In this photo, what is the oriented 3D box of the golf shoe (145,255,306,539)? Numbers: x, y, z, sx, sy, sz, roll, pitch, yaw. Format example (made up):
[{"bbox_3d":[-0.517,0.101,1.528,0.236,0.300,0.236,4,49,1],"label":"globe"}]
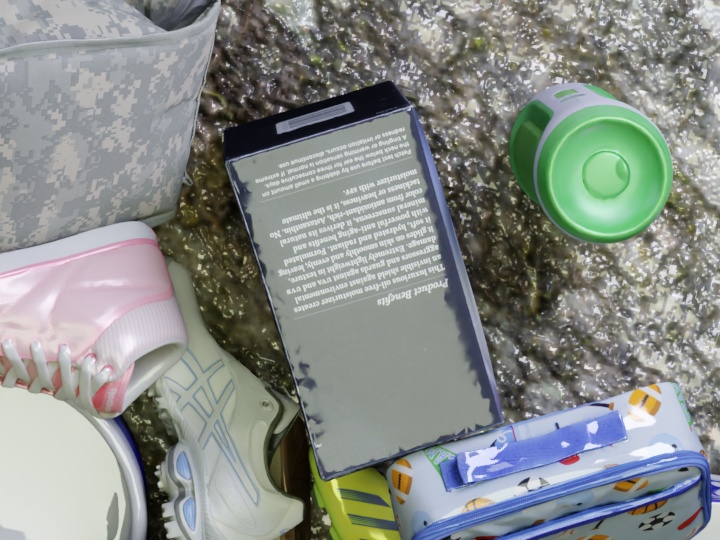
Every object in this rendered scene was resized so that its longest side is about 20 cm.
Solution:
[{"bbox_3d":[-0.086,0.082,1.725,0.097,0.078,0.201,-13,74,3],"label":"golf shoe"}]

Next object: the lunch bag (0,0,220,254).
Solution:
[{"bbox_3d":[-0.188,-0.101,1.671,0.199,0.118,0.165,-7,130,-29],"label":"lunch bag"}]

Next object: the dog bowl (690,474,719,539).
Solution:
[{"bbox_3d":[0.214,0.237,1.779,0.199,0.079,0.201,0,98,-3],"label":"dog bowl"}]

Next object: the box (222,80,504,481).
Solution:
[{"bbox_3d":[0.000,0.000,1.677,0.123,0.200,0.200,-16,99,0],"label":"box"}]

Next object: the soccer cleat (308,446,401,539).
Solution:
[{"bbox_3d":[0.040,0.180,1.768,0.083,0.065,0.201,-32,104,16],"label":"soccer cleat"}]

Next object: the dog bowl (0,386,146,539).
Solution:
[{"bbox_3d":[-0.234,0.152,1.741,0.199,0.079,0.201,0,98,-3],"label":"dog bowl"}]

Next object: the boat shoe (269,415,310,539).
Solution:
[{"bbox_3d":[-0.072,0.188,1.750,0.072,0.072,0.201,-5,78,15],"label":"boat shoe"}]

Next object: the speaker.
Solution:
[{"bbox_3d":[0.138,-0.067,1.672,0.088,0.200,0.089,0,98,-2],"label":"speaker"}]

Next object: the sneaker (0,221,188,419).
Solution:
[{"bbox_3d":[-0.196,0.046,1.649,0.199,0.075,0.105,-18,66,-22],"label":"sneaker"}]

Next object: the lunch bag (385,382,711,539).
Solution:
[{"bbox_3d":[0.111,0.138,1.657,0.199,0.160,0.076,-17,67,0],"label":"lunch bag"}]
